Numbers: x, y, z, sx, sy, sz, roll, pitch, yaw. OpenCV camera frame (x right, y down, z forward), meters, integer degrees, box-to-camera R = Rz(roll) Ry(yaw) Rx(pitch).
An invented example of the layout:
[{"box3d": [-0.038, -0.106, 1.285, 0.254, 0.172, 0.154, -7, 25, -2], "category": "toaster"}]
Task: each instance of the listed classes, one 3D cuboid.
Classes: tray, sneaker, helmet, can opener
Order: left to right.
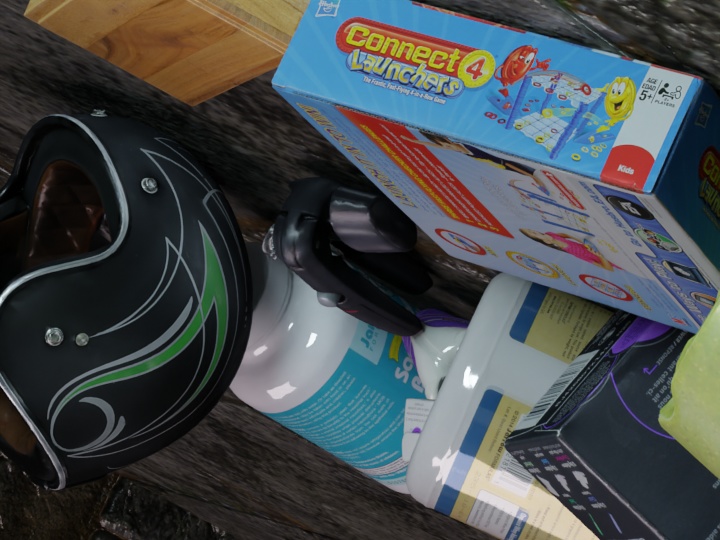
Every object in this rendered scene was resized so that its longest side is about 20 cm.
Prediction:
[{"box3d": [-0.156, 0.013, 1.688, 0.200, 0.191, 0.200, 43, 160, 19], "category": "helmet"}, {"box3d": [-0.090, -0.124, 1.340, 0.098, 0.037, 0.200, 28, 170, -14], "category": "tray"}, {"box3d": [0.000, 0.000, 1.650, 0.078, 0.064, 0.200, 20, 168, 22], "category": "can opener"}, {"box3d": [0.109, 0.074, 1.792, 0.200, 0.081, 0.083, 33, -170, -33], "category": "sneaker"}]

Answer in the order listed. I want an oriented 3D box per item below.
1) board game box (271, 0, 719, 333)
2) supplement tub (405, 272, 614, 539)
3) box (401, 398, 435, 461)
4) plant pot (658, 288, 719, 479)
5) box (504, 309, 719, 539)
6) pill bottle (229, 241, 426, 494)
[{"box3d": [0.090, -0.043, 1.270, 0.195, 0.056, 0.200, 19, 167, 32], "category": "board game box"}, {"box3d": [0.140, 0.101, 1.602, 0.199, 0.145, 0.145, 25, 169, 4], "category": "supplement tub"}, {"box3d": [0.122, 0.102, 1.731, 0.199, 0.039, 0.041, 4, 179, -26], "category": "box"}, {"box3d": [0.230, 0.059, 1.156, 0.184, 0.201, 0.200, 33, 171, 14], "category": "plant pot"}, {"box3d": [0.193, 0.112, 1.473, 0.200, 0.122, 0.106, 44, 167, -5], "category": "box"}, {"box3d": [-0.013, 0.057, 1.821, 0.200, 0.111, 0.111, 33, 167, -36], "category": "pill bottle"}]
